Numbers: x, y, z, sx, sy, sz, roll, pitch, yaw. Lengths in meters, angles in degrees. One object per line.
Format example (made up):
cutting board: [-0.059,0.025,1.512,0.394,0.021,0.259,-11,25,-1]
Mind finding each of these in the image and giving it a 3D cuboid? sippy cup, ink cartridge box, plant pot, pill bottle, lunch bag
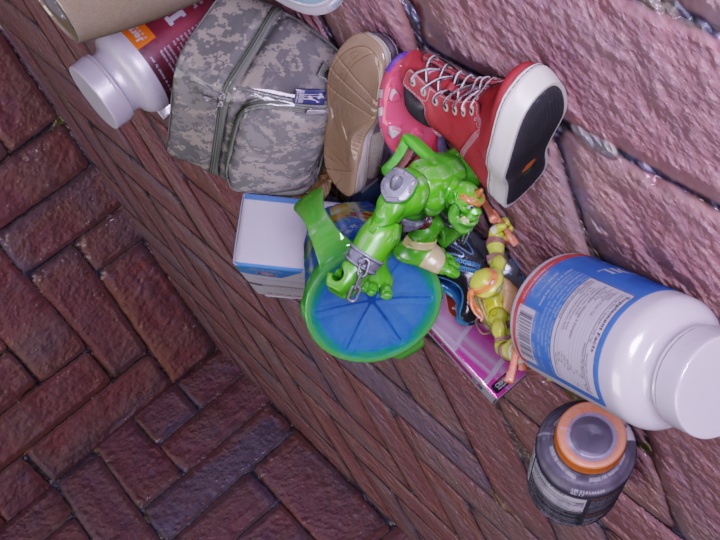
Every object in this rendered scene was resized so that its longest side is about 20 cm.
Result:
sippy cup: [0.000,0.000,1.254,0.130,0.139,0.178,-111,22,-55]
ink cartridge box: [-0.057,-0.021,1.441,0.145,0.084,0.200,5,170,3]
plant pot: [-0.230,-0.322,1.257,0.187,0.200,0.187,48,167,15]
ink cartridge box: [0.110,0.036,1.338,0.200,0.095,0.037,48,168,12]
pill bottle: [-0.221,-0.252,1.420,0.113,0.200,0.113,47,166,15]
pill bottle: [0.218,0.061,1.011,0.200,0.112,0.112,29,155,57]
lunch bag: [-0.102,-0.175,1.323,0.168,0.139,0.200,25,149,1]
pill bottle: [0.237,0.203,1.353,0.106,0.106,0.200,46,166,19]

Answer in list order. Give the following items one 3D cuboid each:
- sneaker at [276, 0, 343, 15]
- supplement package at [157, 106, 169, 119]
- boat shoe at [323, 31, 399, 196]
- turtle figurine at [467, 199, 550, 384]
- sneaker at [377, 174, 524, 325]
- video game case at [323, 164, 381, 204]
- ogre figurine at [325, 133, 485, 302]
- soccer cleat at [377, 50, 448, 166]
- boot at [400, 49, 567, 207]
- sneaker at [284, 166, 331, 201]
sneaker: [-0.104,-0.297,1.127,0.200,0.074,0.082,21,162,18]
supplement package: [-0.253,-0.299,1.541,0.200,0.120,0.121,53,179,-11]
boat shoe: [0.010,-0.155,1.216,0.072,0.065,0.200,45,148,26]
turtle figurine: [0.140,0.045,1.182,0.161,0.064,0.200,43,-148,-47]
sneaker: [0.077,-0.033,1.289,0.200,0.082,0.073,48,169,15]
video game case: [-0.045,-0.132,1.512,0.181,0.045,0.200,47,166,12]
ogre figurine: [0.050,-0.049,1.107,0.098,0.200,0.120,49,131,37]
soccer cleat: [0.049,-0.131,1.165,0.200,0.067,0.077,70,176,-49]
boot: [0.085,-0.137,0.991,0.144,0.072,0.200,45,170,11]
sneaker: [-0.117,-0.139,1.468,0.200,0.075,0.090,50,161,7]
